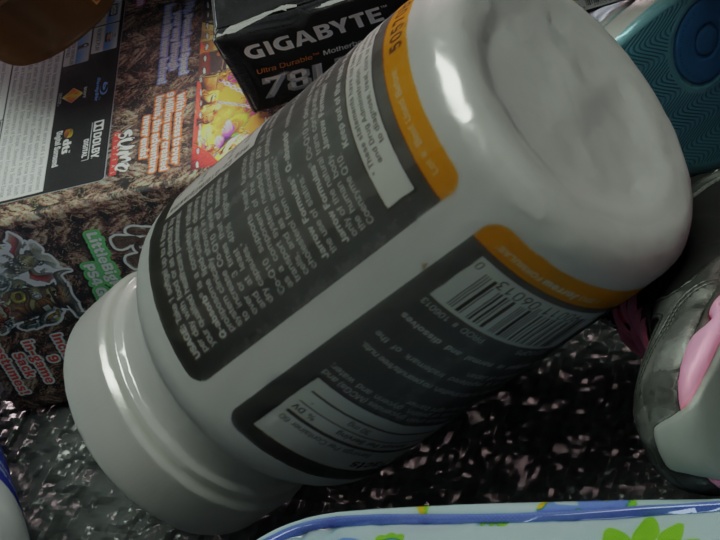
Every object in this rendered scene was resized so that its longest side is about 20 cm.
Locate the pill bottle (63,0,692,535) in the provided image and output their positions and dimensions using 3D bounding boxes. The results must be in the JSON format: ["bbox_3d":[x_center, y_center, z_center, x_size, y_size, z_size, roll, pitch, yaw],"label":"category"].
[{"bbox_3d":[0.000,0.000,0.776,0.200,0.116,0.116,-37,32,33],"label":"pill bottle"}]

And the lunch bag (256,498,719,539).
[{"bbox_3d":[0.046,0.141,0.683,0.200,0.082,0.161,-5,46,20],"label":"lunch bag"}]

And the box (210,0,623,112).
[{"bbox_3d":[0.039,-0.168,0.862,0.198,0.050,0.200,-14,50,10],"label":"box"}]

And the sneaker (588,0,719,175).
[{"bbox_3d":[0.109,-0.101,0.896,0.200,0.080,0.131,-28,35,-37],"label":"sneaker"}]

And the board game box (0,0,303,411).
[{"bbox_3d":[-0.051,-0.053,0.916,0.200,0.097,0.160,-12,43,13],"label":"board game box"}]

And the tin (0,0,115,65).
[{"bbox_3d":[-0.129,-0.136,0.906,0.112,0.042,0.200,-51,30,-6],"label":"tin"}]

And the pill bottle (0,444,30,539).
[{"bbox_3d":[-0.176,0.082,0.824,0.112,0.112,0.200,-26,41,-3],"label":"pill bottle"}]

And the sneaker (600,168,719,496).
[{"bbox_3d":[0.113,0.015,0.774,0.095,0.079,0.200,-9,20,27],"label":"sneaker"}]
